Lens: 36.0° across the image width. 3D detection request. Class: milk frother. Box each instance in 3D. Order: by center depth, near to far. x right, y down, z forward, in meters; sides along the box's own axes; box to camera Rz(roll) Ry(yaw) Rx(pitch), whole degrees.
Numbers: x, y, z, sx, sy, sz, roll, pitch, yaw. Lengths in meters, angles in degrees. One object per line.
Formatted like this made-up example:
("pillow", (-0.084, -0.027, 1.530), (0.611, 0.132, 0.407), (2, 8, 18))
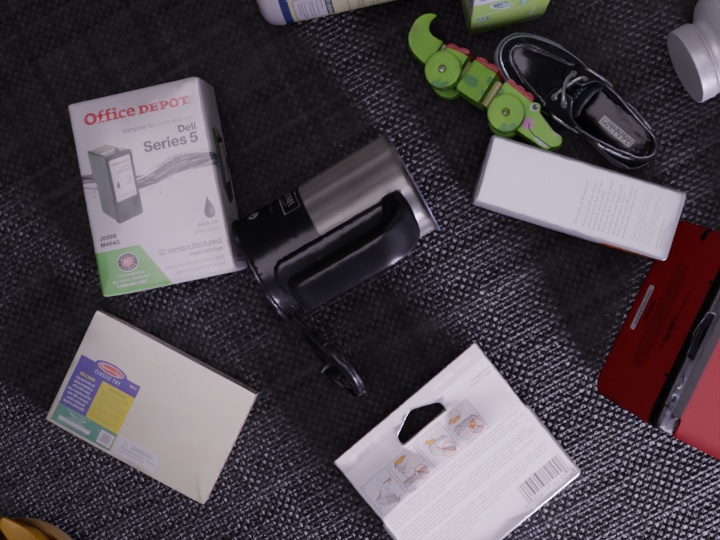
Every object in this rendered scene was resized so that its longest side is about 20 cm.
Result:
("milk frother", (0.000, 0.000, 1.139), (0.186, 0.182, 0.201), (-30, 132, 4))

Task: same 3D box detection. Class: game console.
("game console", (0.359, 0.075, 1.113), (0.118, 0.172, 0.202), (24, 93, -24))

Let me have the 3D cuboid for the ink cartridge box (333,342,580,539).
("ink cartridge box", (0.100, 0.204, 1.167), (0.199, 0.045, 0.177), (-39, 89, 3))

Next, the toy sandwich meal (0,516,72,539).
("toy sandwich meal", (-0.376, 0.352, 1.173), (0.202, 0.070, 0.209), (-2, 80, 13))

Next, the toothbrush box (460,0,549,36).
("toothbrush box", (0.131, -0.324, 1.075), (0.085, 0.200, 0.148), (-12, 92, 4))

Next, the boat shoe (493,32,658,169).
("boat shoe", (0.222, -0.176, 1.138), (0.199, 0.068, 0.072), (41, 93, 2))

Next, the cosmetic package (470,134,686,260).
("cosmetic package", (0.216, -0.073, 1.125), (0.197, 0.101, 0.072), (18, 93, 4))

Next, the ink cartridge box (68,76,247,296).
("ink cartridge box", (-0.210, -0.086, 1.161), (0.143, 0.084, 0.203), (-11, 91, 4))

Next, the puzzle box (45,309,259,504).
("puzzle box", (-0.225, 0.145, 1.197), (0.198, 0.025, 0.134), (28, 93, 3))

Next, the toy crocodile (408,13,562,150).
("toy crocodile", (0.126, -0.187, 1.135), (0.199, 0.067, 0.062), (37, 95, 12))

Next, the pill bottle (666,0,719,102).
("pill bottle", (0.412, -0.247, 1.102), (0.198, 0.112, 0.114), (-26, 90, 4))

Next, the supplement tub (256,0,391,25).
("supplement tub", (-0.015, -0.336, 1.111), (0.197, 0.145, 0.148), (-11, 91, 4))
